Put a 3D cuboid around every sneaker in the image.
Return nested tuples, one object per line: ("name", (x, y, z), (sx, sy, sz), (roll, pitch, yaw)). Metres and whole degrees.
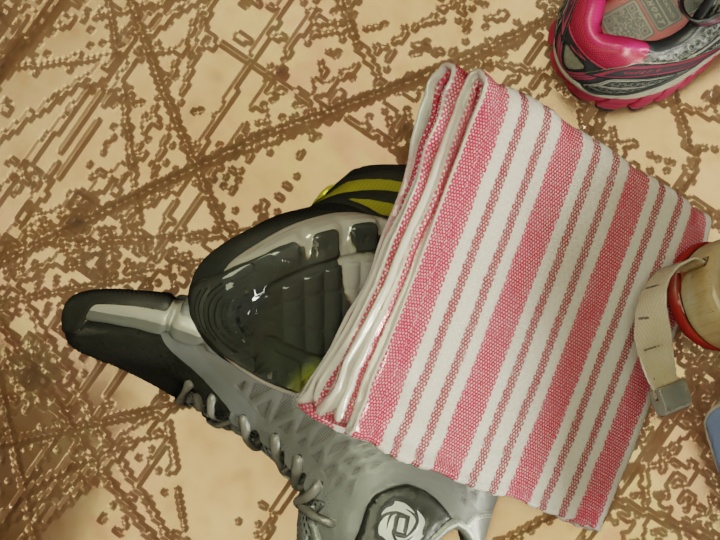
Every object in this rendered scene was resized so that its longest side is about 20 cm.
("sneaker", (0.170, -0.136, 1.010), (0.200, 0.075, 0.081), (-38, 84, -1))
("sneaker", (-0.035, 0.076, 1.008), (0.200, 0.075, 0.116), (11, 89, 4))
("sneaker", (0.000, 0.000, 0.969), (0.085, 0.200, 0.075), (22, 112, 41))

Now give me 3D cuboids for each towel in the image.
("towel", (0.064, 0.016, 0.962), (0.030, 0.200, 0.146), (20, 86, 40))

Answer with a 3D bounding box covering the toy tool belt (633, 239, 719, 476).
("toy tool belt", (0.204, 0.069, 0.961), (0.125, 0.123, 0.200), (-17, 86, -36))
